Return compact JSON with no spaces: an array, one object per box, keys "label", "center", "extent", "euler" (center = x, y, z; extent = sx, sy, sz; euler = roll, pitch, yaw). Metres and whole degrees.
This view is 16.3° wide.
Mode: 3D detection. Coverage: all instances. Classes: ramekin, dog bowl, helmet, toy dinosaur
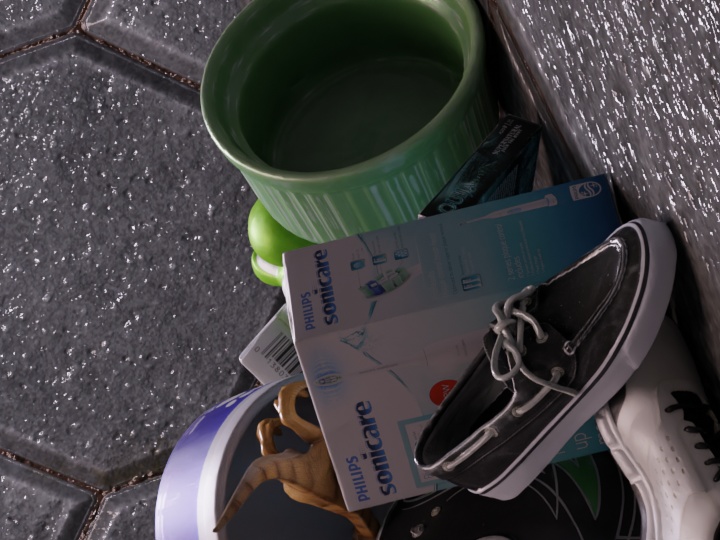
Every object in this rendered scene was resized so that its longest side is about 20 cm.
[{"label":"ramekin","center":[0.000,-0.111,1.715],"extent":[0.098,0.200,0.200],"euler":[63,-178,-49]},{"label":"dog bowl","center":[-0.033,0.170,1.653],"extent":[0.079,0.200,0.200],"euler":[-18,92,51]},{"label":"helmet","center":[0.125,0.193,1.578],"extent":[0.200,0.190,0.200],"euler":[30,-125,-55]},{"label":"toy dinosaur","center":[-0.034,0.122,1.536],"extent":[0.200,0.060,0.106],"euler":[29,-152,-54]}]

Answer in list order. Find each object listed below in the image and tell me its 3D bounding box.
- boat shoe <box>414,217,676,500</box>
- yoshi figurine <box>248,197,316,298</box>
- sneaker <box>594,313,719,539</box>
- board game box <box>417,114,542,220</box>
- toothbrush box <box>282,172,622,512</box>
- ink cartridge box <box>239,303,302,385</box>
[{"label":"boat shoe","center":[0.097,0.045,1.383],"extent":[0.199,0.068,0.074],"euler":[-51,34,34]},{"label":"yoshi figurine","center":[-0.009,-0.005,1.755],"extent":[0.200,0.112,0.112],"euler":[17,109,40]},{"label":"sneaker","center":[0.186,0.109,1.375],"extent":[0.080,0.074,0.200],"euler":[-34,66,52]},{"label":"board game box","center":[0.069,0.016,1.620],"extent":[0.135,0.028,0.200],"euler":[-49,-28,-48]},{"label":"toothbrush box","center":[0.067,0.044,1.481],"extent":[0.085,0.200,0.147],"euler":[-99,-5,-50]},{"label":"ink cartridge box","center":[-0.006,0.090,1.840],"extent":[0.163,0.057,0.200],"euler":[44,-167,0]}]
